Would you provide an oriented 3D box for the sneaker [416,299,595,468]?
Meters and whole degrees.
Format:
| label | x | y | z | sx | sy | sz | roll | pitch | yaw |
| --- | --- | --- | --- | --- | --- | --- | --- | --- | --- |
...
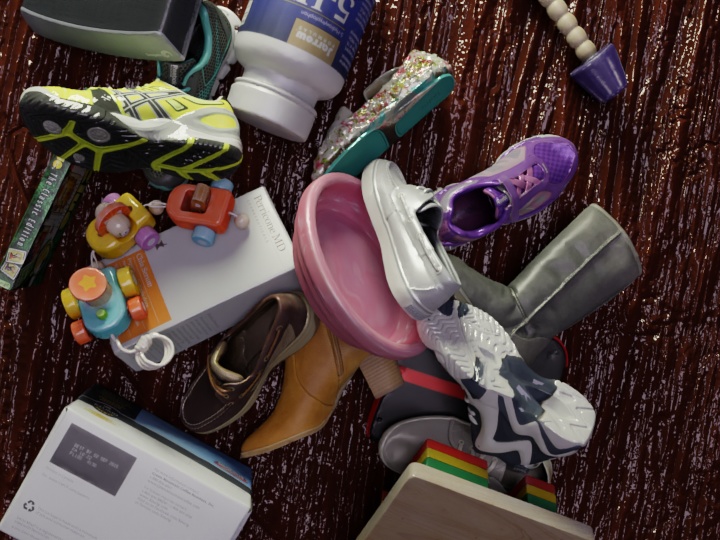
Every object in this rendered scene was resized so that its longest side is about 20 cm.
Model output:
| label | x | y | z | sx | sy | sz | roll | pitch | yaw |
| --- | --- | --- | --- | --- | --- | --- | --- | --- | --- |
| sneaker | 0.123 | 0.126 | 0.806 | 0.198 | 0.130 | 0.080 | 33 | 49 | 4 |

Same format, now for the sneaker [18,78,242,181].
| label | x | y | z | sx | sy | sz | roll | pitch | yaw |
| --- | --- | --- | --- | --- | --- | --- | --- | --- | --- |
| sneaker | -0.209 | -0.137 | 0.744 | 0.198 | 0.075 | 0.077 | 10 | 58 | -24 |

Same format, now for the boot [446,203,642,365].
| label | x | y | z | sx | sy | sz | roll | pitch | yaw |
| --- | --- | --- | --- | --- | --- | --- | --- | --- | --- |
| boot | 0.187 | -0.002 | 0.854 | 0.200 | 0.073 | 0.182 | -40 | 109 | -4 |

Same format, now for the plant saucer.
| label | x | y | z | sx | sy | sz | roll | pitch | yaw |
| --- | --- | --- | --- | --- | --- | --- | --- | --- | --- |
| plant saucer | 0.000 | 0.000 | 0.810 | 0.051 | 0.200 | 0.201 | -28 | 97 | 30 |

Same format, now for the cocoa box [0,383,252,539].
| label | x | y | z | sx | sy | sz | roll | pitch | yaw |
| --- | --- | --- | --- | --- | --- | --- | --- | --- | --- |
| cocoa box | -0.223 | 0.225 | 0.802 | 0.199 | 0.131 | 0.134 | 31 | 88 | -8 |

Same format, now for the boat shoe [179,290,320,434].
| label | x | y | z | sx | sy | sz | roll | pitch | yaw |
| --- | --- | --- | --- | --- | --- | --- | --- | --- | --- |
| boat shoe | -0.128 | 0.093 | 0.811 | 0.200 | 0.072 | 0.072 | -42 | 65 | 20 |

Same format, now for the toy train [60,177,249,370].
| label | x | y | z | sx | sy | sz | roll | pitch | yaw |
| --- | --- | --- | --- | --- | --- | --- | --- | --- | --- |
| toy train | -0.201 | -0.016 | 0.759 | 0.149 | 0.056 | 0.201 | 14 | 67 | 12 |

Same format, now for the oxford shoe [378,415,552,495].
| label | x | y | z | sx | sy | sz | roll | pitch | yaw |
| --- | --- | --- | --- | --- | --- | --- | --- | --- | --- |
| oxford shoe | 0.118 | 0.204 | 0.865 | 0.198 | 0.058 | 0.076 | 14 | 96 | -6 |

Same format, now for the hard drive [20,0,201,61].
| label | x | y | z | sx | sy | sz | roll | pitch | yaw |
| --- | --- | --- | --- | --- | --- | --- | --- | --- | --- |
| hard drive | -0.241 | -0.281 | 0.780 | 0.199 | 0.042 | 0.136 | 16 | 90 | 24 |

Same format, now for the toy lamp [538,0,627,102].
| label | x | y | z | sx | sy | sz | roll | pitch | yaw |
| --- | --- | --- | --- | --- | --- | --- | --- | --- | --- |
| toy lamp | 0.223 | -0.275 | 0.883 | 0.058 | 0.058 | 0.201 | -38 | 94 | -5 |

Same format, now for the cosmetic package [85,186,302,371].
| label | x | y | z | sx | sy | sz | roll | pitch | yaw |
| --- | --- | --- | --- | --- | --- | --- | --- | --- | --- |
| cosmetic package | -0.163 | 0.009 | 0.816 | 0.199 | 0.071 | 0.102 | -26 | 69 | -7 |

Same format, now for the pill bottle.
| label | x | y | z | sx | sy | sz | roll | pitch | yaw |
| --- | --- | --- | --- | --- | --- | --- | --- | --- | --- |
| pill bottle | -0.060 | -0.240 | 0.814 | 0.119 | 0.120 | 0.202 | 21 | 89 | -8 |

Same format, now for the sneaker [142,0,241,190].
| label | x | y | z | sx | sy | sz | roll | pitch | yaw |
| --- | --- | --- | --- | --- | --- | --- | --- | --- | --- |
| sneaker | -0.183 | -0.182 | 0.809 | 0.077 | 0.091 | 0.202 | 16 | 89 | 8 |

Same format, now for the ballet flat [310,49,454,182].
| label | x | y | z | sx | sy | sz | roll | pitch | yaw |
| --- | --- | --- | --- | --- | --- | --- | --- | --- | --- |
| ballet flat | 0.014 | -0.163 | 0.862 | 0.200 | 0.076 | 0.064 | -40 | 66 | -9 |

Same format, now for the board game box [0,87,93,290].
| label | x | y | z | sx | sy | sz | roll | pitch | yaw |
| --- | --- | --- | --- | --- | --- | --- | --- | --- | --- |
| board game box | -0.297 | -0.078 | 0.796 | 0.023 | 0.105 | 0.201 | 25 | 89 | -10 |

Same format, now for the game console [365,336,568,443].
| label | x | y | z | sx | sy | sz | roll | pitch | yaw |
| --- | --- | --- | --- | --- | --- | --- | --- | --- | --- |
| game console | 0.122 | 0.132 | 0.901 | 0.198 | 0.031 | 0.178 | 18 | 94 | -7 |

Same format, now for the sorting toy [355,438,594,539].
| label | x | y | z | sx | sy | sz | roll | pitch | yaw |
| --- | --- | --- | --- | --- | --- | --- | --- | --- | --- |
| sorting toy | 0.103 | 0.276 | 0.841 | 0.198 | 0.070 | 0.200 | 21 | 126 | -9 |

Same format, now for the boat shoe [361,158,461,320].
| label | x | y | z | sx | sy | sz | roll | pitch | yaw |
| --- | --- | --- | --- | --- | --- | --- | --- | --- | --- |
| boat shoe | 0.052 | -0.046 | 0.798 | 0.068 | 0.201 | 0.072 | -32 | 131 | 22 |

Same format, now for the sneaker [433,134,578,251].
| label | x | y | z | sx | sy | sz | roll | pitch | yaw |
| --- | --- | --- | --- | --- | --- | --- | --- | --- | --- |
| sneaker | 0.154 | -0.083 | 0.865 | 0.199 | 0.088 | 0.081 | -29 | 94 | -7 |

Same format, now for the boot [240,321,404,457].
| label | x | y | z | sx | sy | sz | roll | pitch | yaw |
| --- | --- | --- | --- | --- | --- | --- | --- | --- | --- |
| boot | -0.064 | 0.097 | 0.859 | 0.200 | 0.071 | 0.145 | -28 | 86 | -3 |
